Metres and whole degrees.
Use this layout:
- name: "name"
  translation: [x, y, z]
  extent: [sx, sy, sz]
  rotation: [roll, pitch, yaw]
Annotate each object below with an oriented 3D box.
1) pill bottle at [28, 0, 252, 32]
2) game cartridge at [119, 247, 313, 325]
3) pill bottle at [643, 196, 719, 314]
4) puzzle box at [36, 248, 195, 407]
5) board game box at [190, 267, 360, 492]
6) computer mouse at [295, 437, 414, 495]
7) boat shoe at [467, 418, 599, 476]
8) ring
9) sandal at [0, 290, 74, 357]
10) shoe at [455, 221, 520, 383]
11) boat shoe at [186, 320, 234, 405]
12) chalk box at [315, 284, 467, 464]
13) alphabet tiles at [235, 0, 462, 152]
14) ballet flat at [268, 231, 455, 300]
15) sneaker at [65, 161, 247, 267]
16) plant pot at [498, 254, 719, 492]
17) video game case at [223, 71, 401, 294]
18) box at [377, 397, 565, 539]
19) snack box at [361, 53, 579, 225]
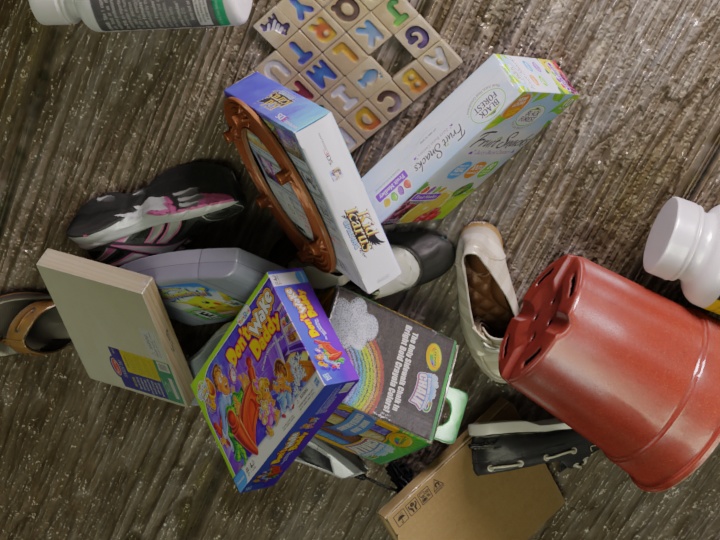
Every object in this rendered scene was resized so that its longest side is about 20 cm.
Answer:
- name: "pill bottle"
  translation: [-0.207, -0.283, 1.445]
  extent: [0.199, 0.113, 0.113]
  rotation: [-2, 121, 7]
- name: "game cartridge"
  translation: [-0.164, 0.017, 1.599]
  extent: [0.200, 0.041, 0.133]
  rotation: [-10, 153, 42]
- name: "pill bottle"
  translation: [0.394, -0.002, 1.552]
  extent: [0.199, 0.111, 0.112]
  rotation: [20, 122, -5]
- name: "puzzle box"
  translation: [-0.256, 0.064, 1.629]
  extent: [0.133, 0.025, 0.200]
  rotation: [14, 144, 21]
- name: "board game box"
  translation: [-0.090, 0.112, 1.535]
  extent: [0.045, 0.135, 0.200]
  rotation: [-7, 147, -38]
- name: "computer mouse"
  translation: [-0.025, 0.208, 1.748]
  extent: [0.199, 0.110, 0.044]
  rotation: [21, 96, 2]
- name: "boat shoe"
  translation: [0.216, 0.192, 1.687]
  extent: [0.199, 0.074, 0.061]
  rotation: [-2, 87, -16]
- name: "ring"
  translation: [-0.085, -0.081, 1.517]
  extent: [0.019, 0.200, 0.201]
  rotation: [-31, 118, -12]
- name: "sandal"
  translation: [-0.350, 0.068, 1.712]
  extent: [0.199, 0.055, 0.082]
  rotation: [-3, 122, 7]
- name: "shoe"
  translation: [0.136, 0.045, 1.643]
  extent: [0.070, 0.053, 0.201]
  rotation: [-9, 120, 12]
- name: "boat shoe"
  translation: [-0.135, 0.086, 1.662]
  extent: [0.200, 0.062, 0.072]
  rotation: [-27, 107, 45]
- name: "chalk box"
  translation: [0.018, 0.123, 1.635]
  extent: [0.199, 0.125, 0.124]
  rotation: [27, 153, -18]
- name: "alphabet tiles"
  translation: [-0.026, -0.207, 1.534]
  extent: [0.200, 0.008, 0.167]
  rotation: [-37, 111, 25]
- name: "ballet flat"
  translation: [0.000, 0.000, 1.622]
  extent: [0.199, 0.068, 0.068]
  rotation: [-2, 119, 7]
- name: "sneaker"
  translation: [-0.204, -0.050, 1.623]
  extent: [0.199, 0.081, 0.086]
  rotation: [-12, 132, 22]
- name: "plant pot"
  translation: [0.260, 0.093, 1.571]
  extent: [0.195, 0.201, 0.201]
  rotation: [30, 120, -13]
- name: "video game case"
  translation: [-0.048, -0.090, 1.494]
  extent: [0.045, 0.200, 0.182]
  rotation: [-32, 118, -12]
- name: "box"
  translation: [0.129, 0.267, 1.726]
  extent: [0.200, 0.021, 0.164]
  rotation: [-40, 119, -20]
- name: "snack box"
  translation: [0.103, -0.125, 1.491]
  extent: [0.200, 0.142, 0.053]
  rotation: [-42, 75, 26]
